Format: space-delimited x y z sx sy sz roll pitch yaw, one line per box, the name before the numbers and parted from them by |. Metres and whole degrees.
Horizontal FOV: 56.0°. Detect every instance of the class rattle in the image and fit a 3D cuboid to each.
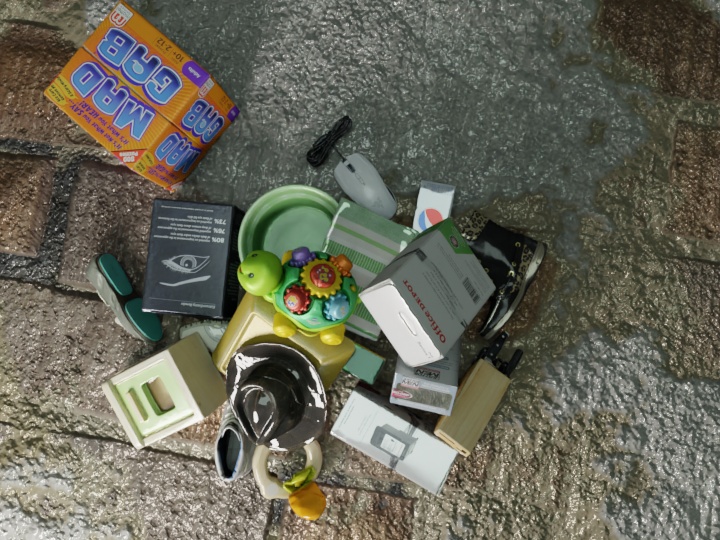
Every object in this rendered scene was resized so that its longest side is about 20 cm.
rattle | -0.117 0.297 1.148 0.129 0.143 0.202 5 90 -5

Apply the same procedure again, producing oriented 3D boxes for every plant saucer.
plant saucer | -0.139 0.143 1.101 0.199 0.048 0.201 35 118 4

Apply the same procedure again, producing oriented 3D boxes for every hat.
hat | -0.145 0.216 1.060 0.199 0.081 0.202 7 114 16

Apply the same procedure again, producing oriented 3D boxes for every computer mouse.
computer mouse | -0.006 -0.174 1.226 0.109 0.044 0.200 -39 85 -1

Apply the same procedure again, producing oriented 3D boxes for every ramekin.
ramekin | -0.108 -0.045 1.197 0.198 0.098 0.202 0 86 3

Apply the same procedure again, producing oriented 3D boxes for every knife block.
knife block | 0.203 0.192 1.119 0.064 0.200 0.176 34 103 7

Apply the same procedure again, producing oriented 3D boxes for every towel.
towel | 0.000 0.000 1.134 0.152 0.023 0.201 23 85 -12

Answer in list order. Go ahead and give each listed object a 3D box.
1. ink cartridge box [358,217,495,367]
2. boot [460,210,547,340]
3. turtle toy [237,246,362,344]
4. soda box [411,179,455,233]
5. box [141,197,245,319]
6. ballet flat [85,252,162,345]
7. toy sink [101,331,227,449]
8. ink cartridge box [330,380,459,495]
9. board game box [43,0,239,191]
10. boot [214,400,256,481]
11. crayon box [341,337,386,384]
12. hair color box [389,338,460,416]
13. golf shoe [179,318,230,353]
ink cartridge box | 0.109 0.033 1.064 0.147 0.084 0.200 55 47 -8
boot | 0.219 0.005 1.186 0.150 0.073 0.201 31 85 4
turtle toy | -0.088 0.023 1.030 0.198 0.101 0.147 10 61 -12
soda box | 0.119 -0.052 1.198 0.063 0.068 0.202 11 87 4
box | -0.293 -0.019 1.204 0.147 0.104 0.202 6 87 3
ballet flat | -0.432 0.061 1.237 0.064 0.067 0.201 -38 83 28
toy sink | -0.349 0.213 1.155 0.199 0.112 0.131 -25 94 19
ink cartridge box | 0.060 0.277 1.142 0.199 0.145 0.084 29 89 5
board game box | -0.367 -0.292 1.178 0.200 0.200 0.200 40 89 5
boot | -0.210 0.263 1.184 0.073 0.096 0.202 1 84 4
crayon box | -0.056 0.129 1.167 0.199 0.126 0.052 29 81 6
hair color box | 0.111 0.145 1.120 0.098 0.200 0.061 12 118 4
golf shoe | -0.227 0.143 1.189 0.198 0.078 0.098 5 69 6
